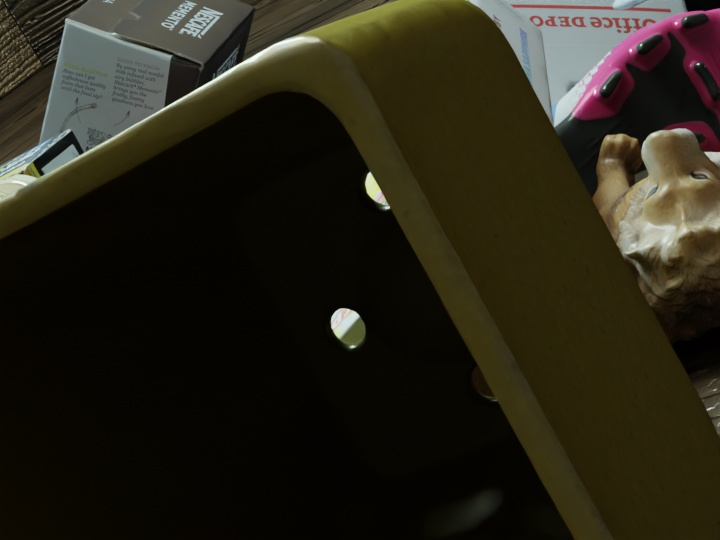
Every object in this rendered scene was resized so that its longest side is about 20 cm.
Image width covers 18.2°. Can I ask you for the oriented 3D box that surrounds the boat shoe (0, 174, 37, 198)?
[{"bbox_3d":[-0.166,0.059,0.936,0.074,0.201,0.069,22,17,33],"label":"boat shoe"}]

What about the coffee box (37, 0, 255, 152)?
[{"bbox_3d":[-0.129,-0.050,1.234,0.113,0.079,0.201,-60,-13,-64],"label":"coffee box"}]

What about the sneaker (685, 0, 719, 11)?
[{"bbox_3d":[0.144,-0.123,1.165,0.199,0.078,0.070,-1,23,25],"label":"sneaker"}]

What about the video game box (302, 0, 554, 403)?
[{"bbox_3d":[-0.004,0.005,0.837,0.200,0.047,0.182,-49,15,23],"label":"video game box"}]

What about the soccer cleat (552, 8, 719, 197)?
[{"bbox_3d":[0.100,-0.047,0.953,0.200,0.070,0.086,-32,-4,-25],"label":"soccer cleat"}]

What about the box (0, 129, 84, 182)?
[{"bbox_3d":[-0.170,0.048,1.024,0.199,0.160,0.049,-23,15,31],"label":"box"}]

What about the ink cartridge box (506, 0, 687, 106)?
[{"bbox_3d":[0.085,-0.137,1.070,0.115,0.201,0.068,-1,-27,-23],"label":"ink cartridge box"}]

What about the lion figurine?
[{"bbox_3d":[0.070,0.016,0.816,0.200,0.072,0.123,-42,15,25],"label":"lion figurine"}]

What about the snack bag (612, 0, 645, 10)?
[{"bbox_3d":[0.224,-0.187,0.985,0.200,0.021,0.188,-41,14,-30],"label":"snack bag"}]

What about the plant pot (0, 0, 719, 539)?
[{"bbox_3d":[-0.006,0.034,0.635,0.195,0.195,0.200,-25,9,27],"label":"plant pot"}]
